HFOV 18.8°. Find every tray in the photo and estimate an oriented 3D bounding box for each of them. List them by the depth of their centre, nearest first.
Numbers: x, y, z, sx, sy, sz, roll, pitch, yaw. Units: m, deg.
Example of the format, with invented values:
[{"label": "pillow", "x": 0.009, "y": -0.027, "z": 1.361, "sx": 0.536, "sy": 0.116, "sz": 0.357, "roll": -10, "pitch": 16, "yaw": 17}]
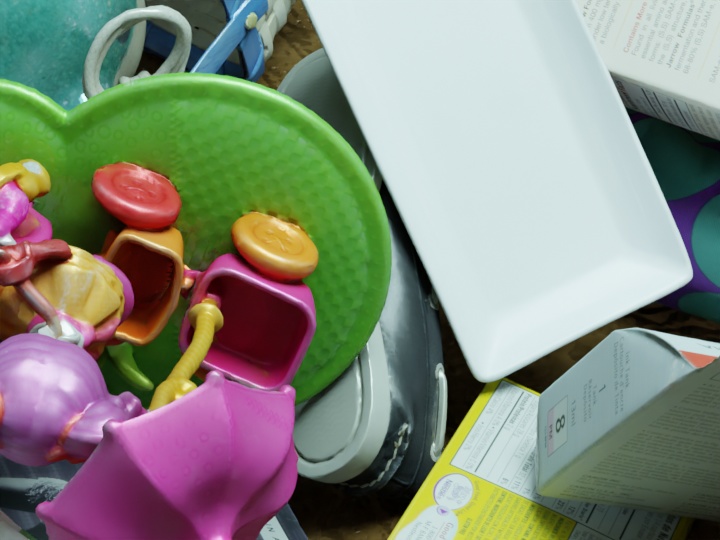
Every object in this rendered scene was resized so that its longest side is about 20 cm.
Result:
[{"label": "tray", "x": 0.051, "y": -0.065, "z": 0.898, "sx": 0.107, "sy": 0.201, "sz": 0.022, "roll": -25, "pitch": 3, "yaw": -12}]

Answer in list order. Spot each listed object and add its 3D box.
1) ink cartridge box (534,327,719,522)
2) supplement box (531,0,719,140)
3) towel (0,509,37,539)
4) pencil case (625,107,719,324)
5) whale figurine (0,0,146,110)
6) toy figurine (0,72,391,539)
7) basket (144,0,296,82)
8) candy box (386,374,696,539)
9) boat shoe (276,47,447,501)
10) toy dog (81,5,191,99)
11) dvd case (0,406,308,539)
[{"label": "ink cartridge box", "x": 0.175, "y": 0.043, "z": 0.786, "sx": 0.161, "sy": 0.200, "sz": 0.057, "roll": 11, "pitch": 59, "yaw": -17}, {"label": "supplement box", "x": 0.189, "y": -0.112, "z": 0.919, "sx": 0.199, "sy": 0.127, "sz": 0.073, "roll": 22, "pitch": -2, "yaw": 19}, {"label": "towel", "x": -0.121, "y": 0.148, "z": 0.691, "sx": 0.200, "sy": 0.023, "sz": 0.153, "roll": 47, "pitch": 40, "yaw": -13}, {"label": "pencil case", "x": 0.172, "y": -0.019, "z": 0.978, "sx": 0.199, "sy": 0.085, "sz": 0.093, "roll": 22, "pitch": 66, "yaw": 21}, {"label": "whale figurine", "x": -0.181, "y": -0.085, "z": 0.966, "sx": 0.158, "sy": 0.104, "sz": 0.201, "roll": 22, "pitch": 79, "yaw": 20}, {"label": "toy figurine", "x": -0.087, "y": 0.027, "z": 0.747, "sx": 0.199, "sy": 0.151, "sz": 0.184, "roll": 22, "pitch": 26, "yaw": -10}, {"label": "basket", "x": -0.123, "y": -0.152, "z": 1.087, "sx": 0.175, "sy": 0.139, "sz": 0.201, "roll": 26, "pitch": 69, "yaw": 26}, {"label": "candy box", "x": 0.057, "y": 0.123, "z": 0.826, "sx": 0.102, "sy": 0.027, "sz": 0.200, "roll": 26, "pitch": 42, "yaw": 11}, {"label": "boat shoe", "x": 0.000, "y": 0.000, "z": 0.908, "sx": 0.060, "sy": 0.074, "sz": 0.201, "roll": 27, "pitch": 46, "yaw": -44}, {"label": "toy dog", "x": -0.119, "y": -0.008, "z": 0.908, "sx": 0.199, "sy": 0.132, "sz": 0.096, "roll": -31, "pitch": 44, "yaw": -11}, {"label": "dvd case", "x": -0.115, "y": 0.094, "z": 0.808, "sx": 0.199, "sy": 0.016, "sz": 0.149, "roll": -1, "pitch": 41, "yaw": -34}]
